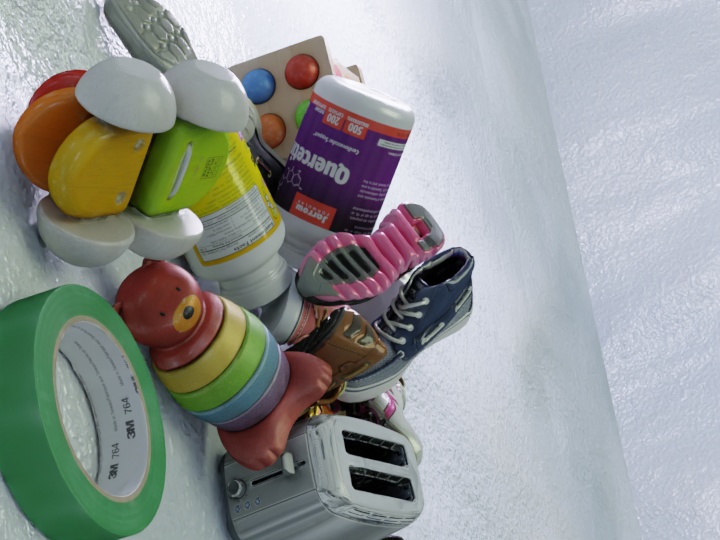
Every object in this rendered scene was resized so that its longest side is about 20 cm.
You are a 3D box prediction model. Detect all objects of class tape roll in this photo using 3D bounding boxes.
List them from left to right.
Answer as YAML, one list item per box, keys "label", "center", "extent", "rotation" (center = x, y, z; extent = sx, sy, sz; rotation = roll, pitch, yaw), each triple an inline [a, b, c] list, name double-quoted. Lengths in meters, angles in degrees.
- label: "tape roll"
  center: [-0.219, 0.113, 1.296]
  extent: [0.200, 0.048, 0.201]
  rotation: [-18, 90, -74]

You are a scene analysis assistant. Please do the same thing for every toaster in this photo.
- label: "toaster"
  center: [-0.029, 0.210, 1.593]
  extent: [0.200, 0.129, 0.114]
  rotation: [22, 50, -47]

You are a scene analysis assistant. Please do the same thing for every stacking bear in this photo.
- label: "stacking bear"
  center: [-0.140, 0.069, 1.495]
  extent: [0.122, 0.114, 0.200]
  rotation: [-54, 127, -15]

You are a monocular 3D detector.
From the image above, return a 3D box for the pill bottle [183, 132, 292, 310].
- label: "pill bottle"
  center: [-0.139, -0.062, 1.627]
  extent: [0.104, 0.104, 0.201]
  rotation: [-76, 146, -60]

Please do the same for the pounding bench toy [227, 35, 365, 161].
- label: "pounding bench toy"
  center: [-0.057, -0.145, 1.924]
  extent: [0.156, 0.124, 0.201]
  rotation: [25, 50, -70]

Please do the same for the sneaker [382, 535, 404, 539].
- label: "sneaker"
  center: [-0.008, 0.303, 1.708]
  extent: [0.200, 0.087, 0.074]
  rotation: [3, 72, -68]

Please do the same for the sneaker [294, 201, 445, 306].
- label: "sneaker"
  center: [0.000, 0.000, 1.713]
  extent: [0.200, 0.095, 0.079]
  rotation: [-24, 77, -44]

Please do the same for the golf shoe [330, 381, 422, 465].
- label: "golf shoe"
  center: [0.019, 0.142, 1.800]
  extent: [0.200, 0.092, 0.073]
  rotation: [45, -40, 45]

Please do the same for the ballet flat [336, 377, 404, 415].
- label: "ballet flat"
  center: [0.007, 0.140, 1.944]
  extent: [0.068, 0.072, 0.200]
  rotation: [66, 16, 11]

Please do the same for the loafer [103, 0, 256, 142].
- label: "loafer"
  center: [-0.189, -0.194, 1.661]
  extent: [0.200, 0.070, 0.070]
  rotation: [51, 40, -12]

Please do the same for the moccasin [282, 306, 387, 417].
- label: "moccasin"
  center: [-0.044, 0.105, 1.629]
  extent: [0.078, 0.201, 0.074]
  rotation: [39, 41, -12]

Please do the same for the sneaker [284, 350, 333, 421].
- label: "sneaker"
  center: [-0.047, 0.181, 1.740]
  extent: [0.201, 0.073, 0.077]
  rotation: [62, 21, 0]

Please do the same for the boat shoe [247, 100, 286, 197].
- label: "boat shoe"
  center: [-0.127, -0.119, 1.801]
  extent: [0.063, 0.073, 0.202]
  rotation: [-64, 154, -20]

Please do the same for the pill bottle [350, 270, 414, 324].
- label: "pill bottle"
  center: [0.013, 0.031, 1.915]
  extent: [0.200, 0.112, 0.113]
  rotation: [-136, -153, -82]

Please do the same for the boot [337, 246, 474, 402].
- label: "boot"
  center: [0.041, 0.052, 1.751]
  extent: [0.200, 0.073, 0.091]
  rotation: [-38, 148, -30]

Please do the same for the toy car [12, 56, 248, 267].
- label: "toy car"
  center: [-0.203, -0.107, 1.401]
  extent: [0.150, 0.176, 0.200]
  rotation: [37, 26, 30]

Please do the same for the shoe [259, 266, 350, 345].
- label: "shoe"
  center: [-0.053, 0.049, 1.729]
  extent: [0.091, 0.072, 0.200]
  rotation: [30, 7, -10]

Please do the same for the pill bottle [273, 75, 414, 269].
- label: "pill bottle"
  center: [-0.025, -0.098, 1.781]
  extent: [0.201, 0.112, 0.112]
  rotation: [-69, 167, 11]
